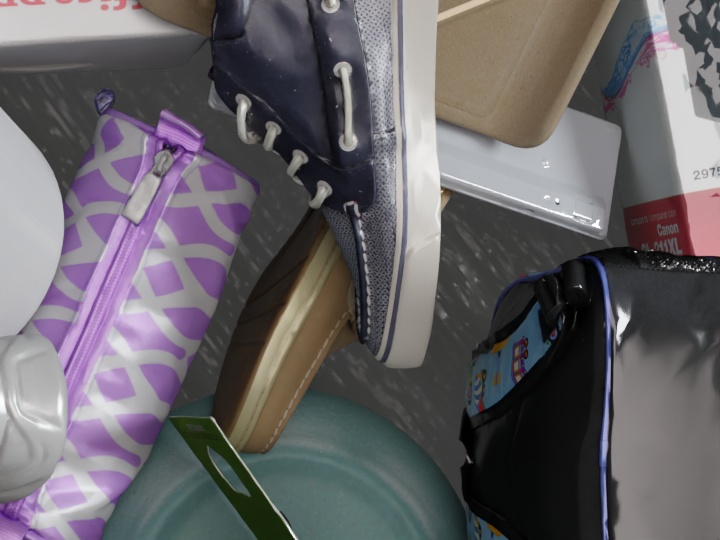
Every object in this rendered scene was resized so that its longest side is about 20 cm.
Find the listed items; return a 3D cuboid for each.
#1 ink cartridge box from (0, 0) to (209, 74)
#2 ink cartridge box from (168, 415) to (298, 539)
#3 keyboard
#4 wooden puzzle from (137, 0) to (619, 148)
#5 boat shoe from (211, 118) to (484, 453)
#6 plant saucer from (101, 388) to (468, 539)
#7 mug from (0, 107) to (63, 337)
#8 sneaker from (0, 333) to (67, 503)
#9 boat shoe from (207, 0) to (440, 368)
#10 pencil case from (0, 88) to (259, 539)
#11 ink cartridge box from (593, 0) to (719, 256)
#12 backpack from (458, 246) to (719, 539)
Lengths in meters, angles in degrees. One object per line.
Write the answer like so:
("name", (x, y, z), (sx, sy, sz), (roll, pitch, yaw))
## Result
("ink cartridge box", (-0.143, -0.190, 1.052), (0.147, 0.086, 0.201), (-5, 87, -12))
("ink cartridge box", (-0.041, 0.161, 0.986), (0.076, 0.148, 0.200), (-35, 93, -10))
("keyboard", (0.028, -0.068, 1.065), (0.199, 0.011, 0.057), (18, 65, -23))
("wooden puzzle", (0.025, -0.164, 1.016), (0.199, 0.037, 0.186), (19, 108, -19))
("boat shoe", (0.000, 0.000, 1.074), (0.064, 0.071, 0.201), (32, 76, -14))
("plant saucer", (-0.037, 0.152, 1.081), (0.199, 0.036, 0.201), (1, 87, -11))
("mug", (-0.210, -0.035, 0.984), (0.186, 0.153, 0.150), (30, 86, 31))
("sneaker", (-0.205, 0.077, 0.976), (0.099, 0.200, 0.078), (12, 52, -37))
("boat shoe", (-0.017, -0.057, 0.996), (0.092, 0.075, 0.201), (-2, 102, -6))
("pencil case", (-0.111, 0.028, 1.046), (0.084, 0.085, 0.201), (22, 84, -7))
("ink cartridge box", (0.189, -0.096, 1.116), (0.145, 0.083, 0.201), (-11, 90, -12))
("backpack", (0.116, 0.083, 1.032), (0.134, 0.200, 0.184), (0, 86, -12))
